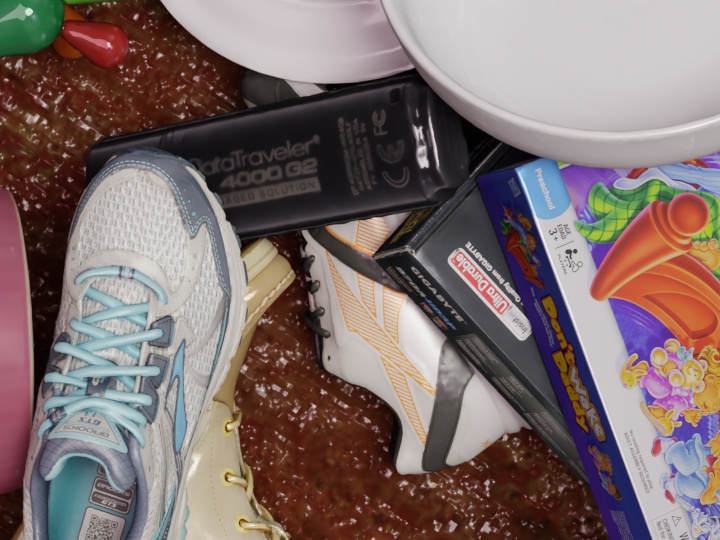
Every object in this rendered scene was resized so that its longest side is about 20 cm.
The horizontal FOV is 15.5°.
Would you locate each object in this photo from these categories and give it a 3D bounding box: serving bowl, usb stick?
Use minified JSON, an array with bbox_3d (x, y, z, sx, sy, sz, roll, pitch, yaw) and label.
[{"bbox_3d":[0.107,-0.118,1.046,0.199,0.066,0.201,-5,59,8],"label":"serving bowl"},{"bbox_3d":[-0.040,-0.042,1.109,0.199,0.033,0.056,-9,92,40],"label":"usb stick"}]

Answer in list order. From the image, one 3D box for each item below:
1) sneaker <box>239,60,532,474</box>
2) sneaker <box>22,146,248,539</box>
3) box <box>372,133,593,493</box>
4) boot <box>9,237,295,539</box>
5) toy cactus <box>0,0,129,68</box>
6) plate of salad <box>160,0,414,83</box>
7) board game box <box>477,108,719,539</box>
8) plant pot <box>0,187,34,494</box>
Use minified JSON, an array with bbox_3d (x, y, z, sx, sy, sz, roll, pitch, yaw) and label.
[{"bbox_3d":[0.000,0.000,1.144,0.080,0.074,0.201,-33,91,4],"label":"sneaker"},{"bbox_3d":[-0.094,0.052,1.066,0.077,0.086,0.201,8,99,8],"label":"sneaker"},{"bbox_3d":[0.127,0.007,1.119,0.159,0.046,0.200,-46,101,-16],"label":"box"},{"bbox_3d":[-0.048,0.102,1.145,0.155,0.073,0.200,35,97,3],"label":"boot"},{"bbox_3d":[-0.185,-0.099,1.108,0.199,0.166,0.103,8,136,10],"label":"toy cactus"},{"bbox_3d":[-0.004,-0.173,1.140,0.199,0.048,0.201,-3,75,12],"label":"plate of salad"},{"bbox_3d":[0.146,0.031,1.076,0.134,0.045,0.201,-22,94,-19],"label":"board game box"},{"bbox_3d":[-0.232,0.033,1.101,0.178,0.200,0.201,-2,92,-15],"label":"plant pot"}]
